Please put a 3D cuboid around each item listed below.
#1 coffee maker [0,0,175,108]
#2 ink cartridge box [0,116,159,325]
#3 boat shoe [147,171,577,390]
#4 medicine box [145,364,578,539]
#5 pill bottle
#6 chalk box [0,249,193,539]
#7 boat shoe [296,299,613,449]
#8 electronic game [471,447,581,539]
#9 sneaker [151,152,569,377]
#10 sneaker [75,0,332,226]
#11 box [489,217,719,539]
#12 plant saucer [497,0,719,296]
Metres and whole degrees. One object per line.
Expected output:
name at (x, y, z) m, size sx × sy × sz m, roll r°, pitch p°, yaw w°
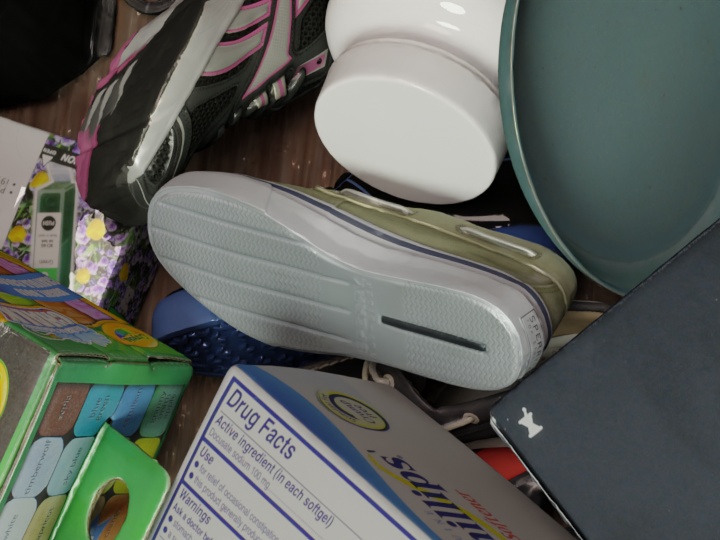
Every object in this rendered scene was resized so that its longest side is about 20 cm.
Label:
coffee maker at (-0.197, -0.169, 1.332) m, size 0.192 × 0.200 × 0.135 m, roll -28°, pitch 69°, yaw 4°
ink cartridge box at (-0.173, 0.032, 1.343) m, size 0.109 × 0.050 × 0.200 m, roll 17°, pitch 77°, yaw 18°
boat shoe at (0.000, 0.000, 1.239) m, size 0.200 × 0.072 × 0.062 m, roll 20°, pitch 36°, yaw 25°
medicine box at (-0.009, 0.170, 1.170) m, size 0.182 × 0.103 × 0.200 m, roll 39°, pitch 109°, yaw 41°
pill bottle at (0.052, -0.133, 1.279) m, size 0.113 × 0.113 × 0.200 m, roll 12°, pitch 56°, yaw 17°
chalk box at (-0.164, 0.068, 1.230) m, size 0.200 × 0.124 × 0.125 m, roll 30°, pitch 99°, yaw 23°
boat shoe at (0.037, 0.051, 1.261) m, size 0.200 × 0.060 × 0.074 m, roll -3°, pitch 50°, yaw 26°
electronic game at (0.091, 0.147, 1.221) m, size 0.200 × 0.042 × 0.200 m, roll -15°, pitch 54°, yaw 21°
sneaker at (-0.004, -0.009, 1.311) m, size 0.200 × 0.070 × 0.078 m, roll -13°, pitch 60°, yaw 6°
sneaker at (-0.055, -0.100, 1.324) m, size 0.086 × 0.080 × 0.200 m, roll 37°, pitch 67°, yaw -22°
box at (0.191, 0.018, 1.123) m, size 0.124 × 0.197 × 0.200 m, roll 53°, pitch 130°, yaw 7°
plant saucer at (0.123, -0.086, 1.246) m, size 0.027 × 0.200 × 0.200 m, roll 2°, pitch 71°, yaw 44°
